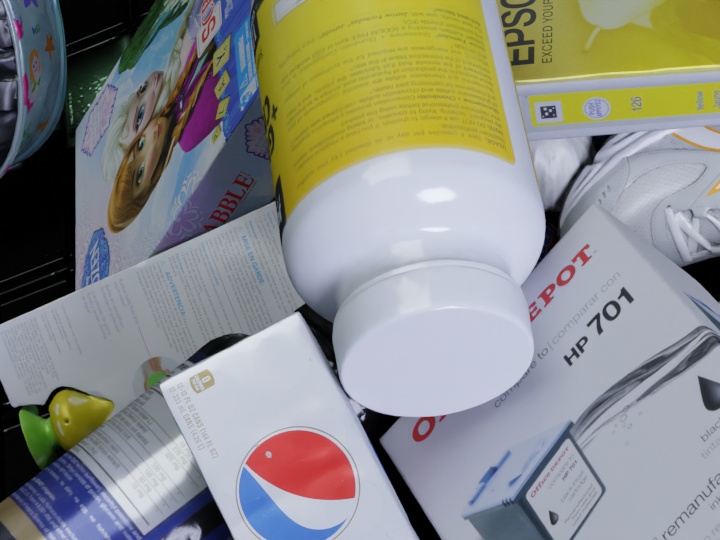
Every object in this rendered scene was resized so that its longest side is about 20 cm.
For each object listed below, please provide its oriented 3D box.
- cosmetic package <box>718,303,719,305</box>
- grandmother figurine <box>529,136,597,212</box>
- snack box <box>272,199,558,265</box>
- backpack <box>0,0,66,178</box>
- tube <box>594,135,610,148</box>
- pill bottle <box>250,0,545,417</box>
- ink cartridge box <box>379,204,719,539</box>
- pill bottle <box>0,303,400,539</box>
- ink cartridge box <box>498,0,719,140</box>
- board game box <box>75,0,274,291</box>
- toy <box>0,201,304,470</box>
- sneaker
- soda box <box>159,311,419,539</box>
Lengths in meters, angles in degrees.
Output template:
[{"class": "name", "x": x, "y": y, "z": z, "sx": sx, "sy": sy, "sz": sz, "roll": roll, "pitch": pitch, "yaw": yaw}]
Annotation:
[{"class": "cosmetic package", "x": 0.263, "y": 0.030, "z": 1.056, "sx": 0.199, "sy": 0.052, "sz": 0.151, "roll": -29, "pitch": 37, "yaw": -2}, {"class": "grandmother figurine", "x": 0.048, "y": -0.093, "z": 1.239, "sx": 0.121, "sy": 0.061, "sz": 0.200, "roll": -44, "pitch": 50, "yaw": -5}, {"class": "snack box", "x": 0.000, "y": 0.000, "z": 1.237, "sx": 0.199, "sy": 0.024, "sz": 0.072, "roll": 6, "pitch": 70, "yaw": 34}, {"class": "backpack", "x": -0.266, "y": -0.126, "z": 1.419, "sx": 0.199, "sy": 0.179, "sz": 0.151, "roll": 0, "pitch": 17, "yaw": 20}, {"class": "tube", "x": 0.120, "y": -0.111, "z": 1.292, "sx": 0.077, "sy": 0.050, "sz": 0.200, "roll": -45, "pitch": 44, "yaw": 2}, {"class": "pill bottle", "x": 0.017, "y": -0.044, "z": 1.053, "sx": 0.111, "sy": 0.112, "sz": 0.201, "roll": -17, "pitch": 55, "yaw": 11}, {"class": "ink cartridge box", "x": 0.113, "y": 0.090, "z": 1.012, "sx": 0.147, "sy": 0.086, "sz": 0.200, "roll": -49, "pitch": 39, "yaw": 10}, {"class": "pill bottle", "x": -0.066, "y": 0.100, "z": 1.114, "sx": 0.200, "sy": 0.112, "sz": 0.112, "roll": -37, "pitch": 40, "yaw": -12}, {"class": "ink cartridge box", "x": 0.103, "y": -0.137, "z": 1.200, "sx": 0.198, "sy": 0.047, "sz": 0.198, "roll": -3, "pitch": 42, "yaw": 7}, {"class": "board game box", "x": -0.087, "y": -0.075, "z": 1.283, "sx": 0.200, "sy": 0.041, "sz": 0.201, "roll": -54, "pitch": 27, "yaw": 31}, {"class": "toy", "x": -0.070, "y": 0.044, "z": 1.208, "sx": 0.199, "sy": 0.047, "sz": 0.116, "roll": -23, "pitch": 84, "yaw": 2}, {"class": "sneaker", "x": 0.188, "y": -0.037, "z": 1.154, "sx": 0.199, "sy": 0.076, "sz": 0.092, "roll": -26, "pitch": 44, "yaw": 3}, {"class": "soda box", "x": -0.007, "y": 0.123, "z": 1.014, "sx": 0.068, "sy": 0.064, "sz": 0.201, "roll": -27, "pitch": 76, "yaw": -2}]
